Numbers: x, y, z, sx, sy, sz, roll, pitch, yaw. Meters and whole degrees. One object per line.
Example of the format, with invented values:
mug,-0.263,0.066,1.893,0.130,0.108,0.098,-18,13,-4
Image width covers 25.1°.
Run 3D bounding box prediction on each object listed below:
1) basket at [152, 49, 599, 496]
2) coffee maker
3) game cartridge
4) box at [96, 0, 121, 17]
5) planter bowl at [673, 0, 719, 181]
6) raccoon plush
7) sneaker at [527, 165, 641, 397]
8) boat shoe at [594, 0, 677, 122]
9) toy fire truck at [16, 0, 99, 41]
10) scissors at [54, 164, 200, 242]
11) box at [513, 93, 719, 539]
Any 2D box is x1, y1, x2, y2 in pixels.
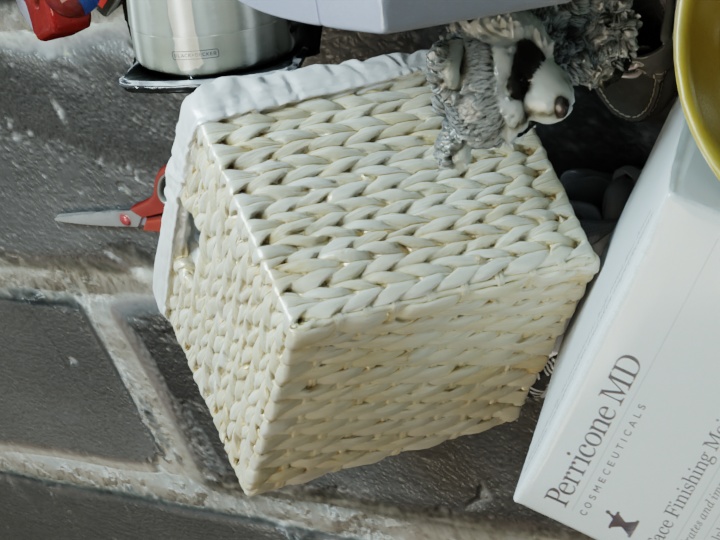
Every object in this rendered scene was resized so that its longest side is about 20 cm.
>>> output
basket,0.000,0.000,0.923,0.199,0.198,0.162,109,143,-53
coffee maker,-0.095,-0.222,0.926,0.192,0.133,0.202,-129,30,-64
game cartridge,0.010,-0.149,0.774,0.200,0.132,0.041,32,135,60
box,-0.206,-0.279,1.059,0.200,0.040,0.137,44,141,-4
planter bowl,0.247,-0.103,0.718,0.199,0.083,0.202,0,90,28
raccoon plush,0.054,-0.121,0.863,0.200,0.133,0.097,21,139,57
sneaker,0.134,0.005,1.023,0.199,0.075,0.115,-26,108,45
boat shoe,0.143,-0.154,0.869,0.066,0.057,0.201,21,139,23
toy fire truck,-0.194,-0.221,0.923,0.168,0.111,0.201,-127,26,-52
scissors,-0.176,-0.037,1.295,0.199,0.014,0.073,-17,117,47
box,0.188,0.022,0.838,0.130,0.200,0.200,24,123,4
